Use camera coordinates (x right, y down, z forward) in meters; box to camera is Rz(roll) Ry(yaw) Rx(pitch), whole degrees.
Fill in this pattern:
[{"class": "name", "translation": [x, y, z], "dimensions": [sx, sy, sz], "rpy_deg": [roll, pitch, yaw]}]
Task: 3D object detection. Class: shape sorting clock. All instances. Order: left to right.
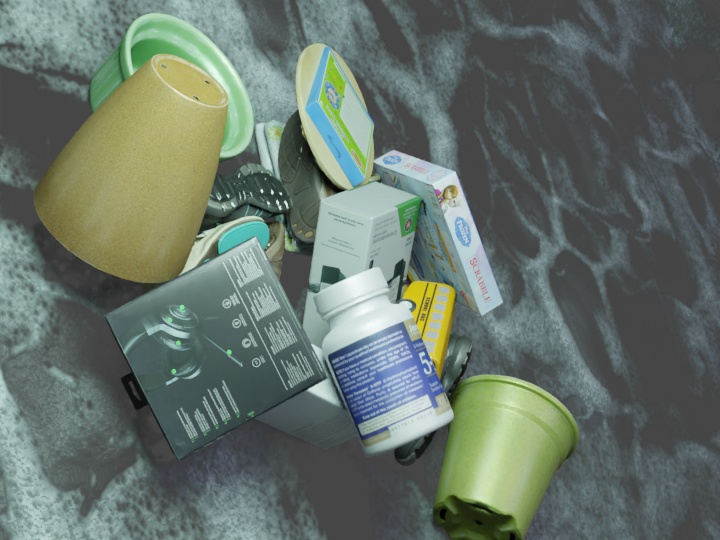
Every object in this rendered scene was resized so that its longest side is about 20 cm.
[{"class": "shape sorting clock", "translation": [-0.034, -0.203, 1.644], "dimensions": [0.200, 0.039, 0.203], "rpy_deg": [48, 34, -47]}]

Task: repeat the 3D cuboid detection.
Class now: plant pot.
[{"class": "plant pot", "translation": [-0.228, -0.123, 1.325], "dimensions": [0.184, 0.201, 0.187], "rpy_deg": [27, 27, -15]}, {"class": "plant pot", "translation": [0.186, 0.282, 1.713], "dimensions": [0.201, 0.199, 0.186], "rpy_deg": [46, 48, -23]}]

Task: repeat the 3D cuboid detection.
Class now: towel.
[{"class": "towel", "translation": [-0.067, -0.110, 1.740], "dimensions": [0.170, 0.048, 0.203], "rpy_deg": [6, 63, -49]}]

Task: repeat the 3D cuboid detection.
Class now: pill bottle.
[{"class": "pill bottle", "translation": [0.021, 0.107, 1.460], "dimensions": [0.119, 0.119, 0.203], "rpy_deg": [-16, 82, -57]}]

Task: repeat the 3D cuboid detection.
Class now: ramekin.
[{"class": "ramekin", "translation": [-0.235, -0.202, 1.506], "dimensions": [0.199, 0.097, 0.202], "rpy_deg": [33, 40, -33]}]

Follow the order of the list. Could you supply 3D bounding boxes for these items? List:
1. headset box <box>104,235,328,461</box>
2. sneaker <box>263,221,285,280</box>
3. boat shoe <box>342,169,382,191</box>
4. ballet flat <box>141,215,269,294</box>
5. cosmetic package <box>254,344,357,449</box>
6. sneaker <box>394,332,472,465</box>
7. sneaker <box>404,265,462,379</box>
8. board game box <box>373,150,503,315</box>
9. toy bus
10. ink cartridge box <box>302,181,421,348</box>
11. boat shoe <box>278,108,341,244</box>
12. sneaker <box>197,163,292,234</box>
[{"class": "headset box", "translation": [-0.164, 0.088, 1.337], "dimensions": [0.176, 0.198, 0.093], "rpy_deg": [61, -12, -1]}, {"class": "sneaker", "translation": [-0.136, 0.018, 1.552], "dimensions": [0.201, 0.069, 0.076], "rpy_deg": [-69, 148, -50]}, {"class": "boat shoe", "translation": [-0.001, -0.116, 1.731], "dimensions": [0.202, 0.064, 0.073], "rpy_deg": [62, 33, -3]}, {"class": "ballet flat", "translation": [-0.188, -0.014, 1.472], "dimensions": [0.070, 0.069, 0.200], "rpy_deg": [58, 42, -8]}, {"class": "cosmetic package", "translation": [-0.074, 0.145, 1.501], "dimensions": [0.199, 0.101, 0.075], "rpy_deg": [33, 42, -40]}, {"class": "sneaker", "translation": [0.085, 0.172, 1.699], "dimensions": [0.078, 0.076, 0.202], "rpy_deg": [24, 69, 9]}, {"class": "sneaker", "translation": [0.073, 0.089, 1.778], "dimensions": [0.090, 0.075, 0.202], "rpy_deg": [-18, 75, -55]}, {"class": "board game box", "translation": [0.105, -0.056, 1.702], "dimensions": [0.041, 0.199, 0.202], "rpy_deg": [-28, 114, -15]}, {"class": "toy bus", "translation": [0.075, 0.098, 1.627], "dimensions": [0.201, 0.077, 0.066], "rpy_deg": [-71, 167, -53]}, {"class": "ink cartridge box", "translation": [0.000, 0.000, 1.620], "dimensions": [0.146, 0.082, 0.203], "rpy_deg": [-27, 131, -58]}, {"class": "boat shoe", "translation": [-0.061, -0.124, 1.660], "dimensions": [0.071, 0.075, 0.203], "rpy_deg": [20, 60, -50]}, {"class": "sneaker", "translation": [-0.165, -0.086, 1.555], "dimensions": [0.199, 0.079, 0.076], "rpy_deg": [-6, 61, -56]}]
